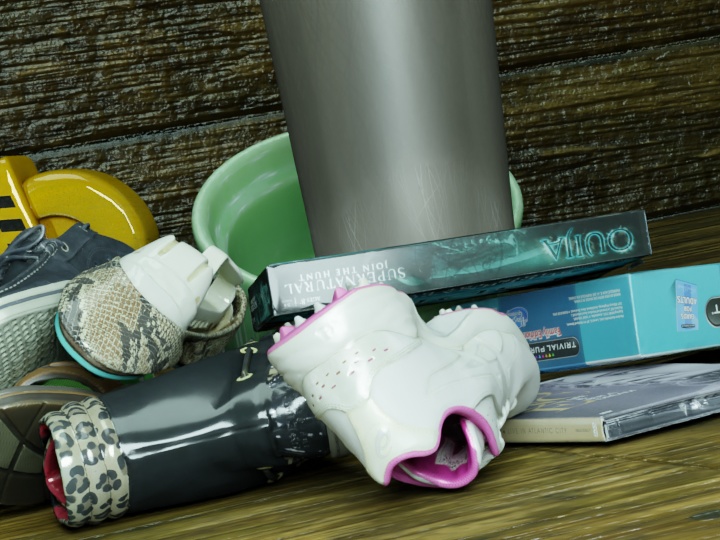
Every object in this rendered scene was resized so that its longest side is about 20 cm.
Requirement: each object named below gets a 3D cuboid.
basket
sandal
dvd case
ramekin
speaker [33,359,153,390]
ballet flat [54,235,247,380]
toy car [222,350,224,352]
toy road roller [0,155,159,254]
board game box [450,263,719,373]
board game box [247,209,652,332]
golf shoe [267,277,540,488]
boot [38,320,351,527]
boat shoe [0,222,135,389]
[{"bbox_3d":[0.015,-0.106,1.384,0.136,0.201,0.180,-8,-3,-9],"label":"basket"},{"bbox_3d":[-0.149,0.074,1.298,0.082,0.055,0.200,-50,-22,26],"label":"sandal"},{"bbox_3d":[0.122,0.066,1.256,0.148,0.016,0.200,-12,2,-31],"label":"dvd case"},{"bbox_3d":[0.000,0.000,1.517,0.199,0.098,0.200,-2,34,1],"label":"ramekin"},{"bbox_3d":[-0.198,0.084,1.362,0.088,0.089,0.200,-9,3,32],"label":"speaker"},{"bbox_3d":[-0.101,0.015,1.299,0.075,0.068,0.200,-43,-10,7],"label":"ballet flat"},{"bbox_3d":[-0.058,0.015,1.715,0.200,0.165,0.158,-20,-1,20],"label":"toy car"},{"bbox_3d":[-0.209,-0.039,1.486,0.146,0.200,0.123,-23,2,2],"label":"toy road roller"},{"bbox_3d":[0.176,0.025,1.408,0.200,0.047,0.151,-5,-4,-37],"label":"board game box"},{"bbox_3d":[0.043,0.002,1.327,0.199,0.028,0.135,-9,-4,-7],"label":"board game box"},{"bbox_3d":[0.033,0.063,1.113,0.075,0.092,0.200,-40,-23,20],"label":"golf shoe"},{"bbox_3d":[-0.086,0.077,1.242,0.153,0.074,0.204,-14,1,-11],"label":"boot"},{"bbox_3d":[-0.175,0.015,1.326,0.075,0.062,0.200,-52,-7,20],"label":"boat shoe"}]
